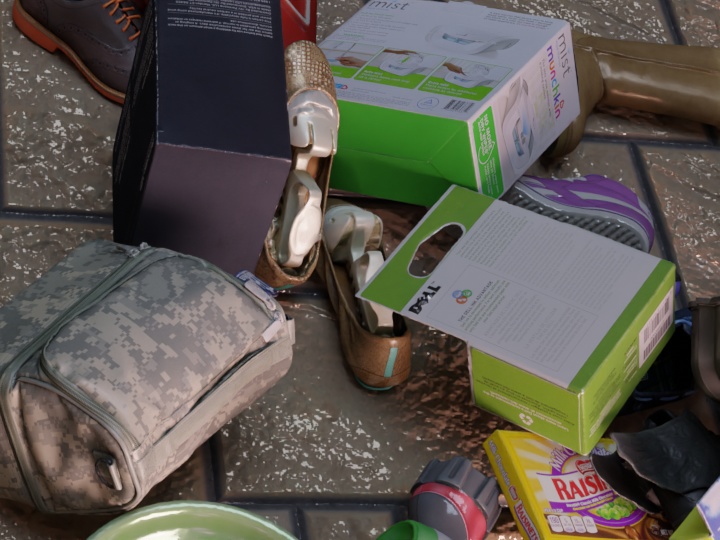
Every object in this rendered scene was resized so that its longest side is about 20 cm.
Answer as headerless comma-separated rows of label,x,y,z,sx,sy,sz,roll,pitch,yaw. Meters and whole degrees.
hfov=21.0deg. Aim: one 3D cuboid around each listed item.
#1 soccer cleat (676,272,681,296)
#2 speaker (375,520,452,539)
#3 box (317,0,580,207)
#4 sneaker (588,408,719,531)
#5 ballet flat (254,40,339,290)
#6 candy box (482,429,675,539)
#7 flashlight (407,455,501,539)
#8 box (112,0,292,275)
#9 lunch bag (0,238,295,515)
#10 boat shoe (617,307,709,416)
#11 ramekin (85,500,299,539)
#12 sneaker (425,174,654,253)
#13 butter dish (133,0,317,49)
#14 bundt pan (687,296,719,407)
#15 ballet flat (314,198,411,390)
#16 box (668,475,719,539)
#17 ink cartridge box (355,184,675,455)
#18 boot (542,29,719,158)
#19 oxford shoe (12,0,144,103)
soccer cleat,0.198,0.053,1.592,0.200,0.068,0.073,-21,88,-41
speaker,0.085,0.256,1.309,0.200,0.088,0.089,41,45,-15
box,0.055,-0.145,1.628,0.199,0.097,0.176,12,39,31
sneaker,0.260,0.142,1.484,0.199,0.060,0.104,-25,76,-48
ballet flat,-0.045,-0.080,1.536,0.070,0.201,0.065,2,9,-30
candy box,0.188,0.172,1.463,0.199,0.026,0.102,7,44,-37
flashlight,0.034,0.220,1.380,0.067,0.068,0.200,19,45,20
box,-0.127,-0.089,1.503,0.104,0.200,0.183,7,49,-13
lunch bag,-0.161,0.076,1.353,0.167,0.140,0.200,12,36,33
boat shoe,0.255,0.079,1.554,0.200,0.068,0.085,-26,101,-41
ramekin,-0.111,0.261,1.274,0.199,0.098,0.201,10,48,-11
sneaker,0.155,-0.054,1.670,0.200,0.073,0.114,20,27,6
butter dish,-0.138,-0.259,1.694,0.200,0.147,0.201,48,28,-36
bundt pan,0.339,0.077,1.457,0.201,0.202,0.076,13,82,-7
ballet flat,0.000,0.000,1.554,0.067,0.072,0.201,-1,51,-18
box,0.304,0.221,1.416,0.122,0.048,0.200,-41,106,-40
ink cartridge box,0.120,0.031,1.480,0.199,0.076,0.148,22,53,28
boot,0.258,-0.160,1.785,0.199,0.066,0.176,9,49,-12
oxford shoe,-0.211,-0.202,1.657,0.199,0.073,0.071,30,47,8
